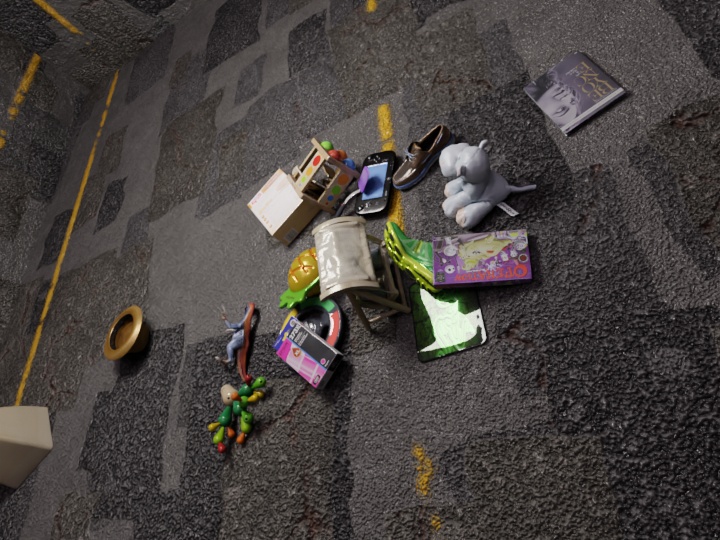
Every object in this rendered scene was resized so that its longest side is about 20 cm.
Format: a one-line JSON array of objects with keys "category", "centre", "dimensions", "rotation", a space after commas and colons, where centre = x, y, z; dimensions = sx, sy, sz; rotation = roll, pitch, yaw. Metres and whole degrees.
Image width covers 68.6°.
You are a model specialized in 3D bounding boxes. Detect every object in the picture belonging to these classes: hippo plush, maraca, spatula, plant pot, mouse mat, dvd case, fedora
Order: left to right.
[{"category": "plant pot", "centre": [-1.188, 0.576, 1.771], "dimensions": [0.200, 0.177, 0.200], "rotation": [-48, 47, 3]}, {"category": "fedora", "centre": [-0.751, 0.213, 1.726], "dimensions": [0.200, 0.082, 0.201], "rotation": [-23, 48, 29]}, {"category": "maraca", "centre": [-0.136, 0.020, 1.354], "dimensions": [0.137, 0.107, 0.200], "rotation": [-4, 46, 56]}, {"category": "spatula", "centre": [-0.029, -0.194, 1.434], "dimensions": [0.200, 0.020, 0.057], "rotation": [-52, 33, 25]}, {"category": "mouse mat", "centre": [0.185, 0.090, 1.155], "dimensions": [0.160, 0.008, 0.201], "rotation": [-23, 54, 25]}, {"category": "hippo plush", "centre": [0.243, -0.193, 1.172], "dimensions": [0.200, 0.161, 0.160], "rotation": [32, 85, 43]}, {"category": "dvd case", "centre": [0.489, -0.413, 1.220], "dimensions": [0.148, 0.016, 0.201], "rotation": [-34, 49, 16]}]

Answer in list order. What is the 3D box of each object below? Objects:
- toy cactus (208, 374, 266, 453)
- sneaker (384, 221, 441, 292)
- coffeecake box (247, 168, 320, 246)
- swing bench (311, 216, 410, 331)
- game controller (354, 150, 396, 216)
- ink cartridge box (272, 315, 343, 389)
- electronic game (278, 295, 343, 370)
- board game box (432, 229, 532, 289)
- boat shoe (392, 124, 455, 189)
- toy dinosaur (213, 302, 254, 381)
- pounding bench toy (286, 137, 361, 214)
[{"category": "toy cactus", "centre": [-0.322, 0.341, 1.336], "dimensions": [0.165, 0.102, 0.201], "rotation": [28, 91, 53]}, {"category": "sneaker", "centre": [0.128, -0.036, 1.201], "dimensions": [0.083, 0.074, 0.200], "rotation": [-32, 70, -26]}, {"category": "coffeecake box", "centre": [-0.232, -0.192, 1.585], "dimensions": [0.154, 0.073, 0.200], "rotation": [-48, 47, 4]}, {"category": "swing bench", "centre": [0.000, 0.000, 1.210], "dimensions": [0.129, 0.200, 0.200], "rotation": [-27, 51, 21]}, {"category": "game controller", "centre": [0.043, -0.236, 1.426], "dimensions": [0.104, 0.042, 0.201], "rotation": [-11, 59, 38]}, {"category": "ink cartridge box", "centre": [-0.136, 0.191, 1.269], "dimensions": [0.200, 0.037, 0.095], "rotation": [31, 89, 38]}, {"category": "electronic game", "centre": [-0.126, 0.155, 1.323], "dimensions": [0.199, 0.042, 0.201], "rotation": [-18, 54, 27]}, {"category": "board game box", "centre": [0.253, -0.024, 1.116], "dimensions": [0.199, 0.032, 0.121], "rotation": [-5, 64, 13]}, {"category": "boat shoe", "centre": [0.150, -0.298, 1.364], "dimensions": [0.200, 0.072, 0.072], "rotation": [-45, 47, 6]}, {"category": "toy dinosaur", "centre": [-0.325, 0.183, 1.459], "dimensions": [0.200, 0.105, 0.182], "rotation": [37, 73, 7]}, {"category": "pounding bench toy", "centre": [-0.114, -0.290, 1.498], "dimensions": [0.156, 0.124, 0.200], "rotation": [-52, 43, 17]}]
